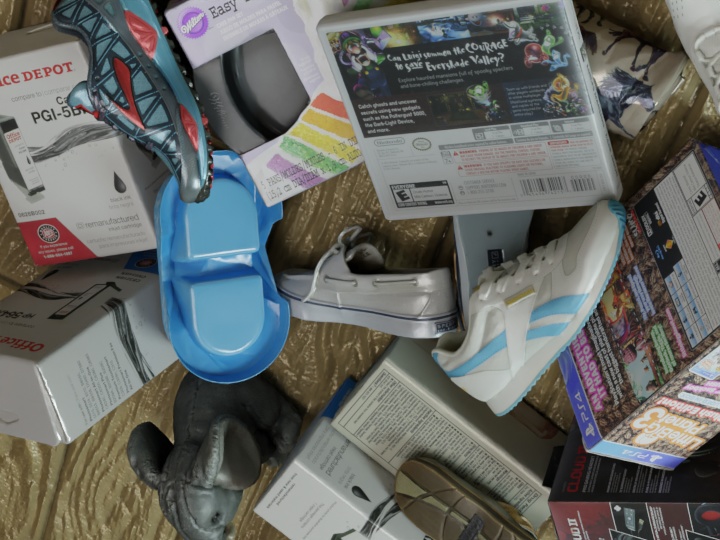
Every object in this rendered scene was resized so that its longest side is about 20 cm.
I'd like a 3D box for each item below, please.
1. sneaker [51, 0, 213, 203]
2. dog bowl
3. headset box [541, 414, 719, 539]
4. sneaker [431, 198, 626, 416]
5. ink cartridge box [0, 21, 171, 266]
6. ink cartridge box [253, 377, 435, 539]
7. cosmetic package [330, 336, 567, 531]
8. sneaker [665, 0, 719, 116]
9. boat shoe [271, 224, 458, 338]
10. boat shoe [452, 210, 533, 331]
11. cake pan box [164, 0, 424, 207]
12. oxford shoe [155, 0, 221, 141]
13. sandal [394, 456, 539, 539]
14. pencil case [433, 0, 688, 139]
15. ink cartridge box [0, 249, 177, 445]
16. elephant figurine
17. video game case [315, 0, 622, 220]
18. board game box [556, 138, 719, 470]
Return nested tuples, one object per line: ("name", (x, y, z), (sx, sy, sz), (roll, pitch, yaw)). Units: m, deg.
("sneaker", (-0.184, -0.137, 1.276), (0.095, 0.079, 0.201), (-24, 86, -10))
("dog bowl", (-0.124, -0.005, 1.386), (0.050, 0.111, 0.201), (14, 110, 64))
("headset box", (0.252, 0.167, 1.328), (0.199, 0.149, 0.075), (-3, 126, 25))
("sneaker", (0.132, 0.021, 1.232), (0.081, 0.077, 0.200), (34, 115, -2))
("ink cartridge box", (-0.253, -0.116, 1.427), (0.146, 0.083, 0.201), (-8, 114, 27))
("ink cartridge box", (0.024, 0.216, 1.457), (0.200, 0.146, 0.084), (37, 123, -1))
("cosmetic package", (0.088, 0.149, 1.428), (0.200, 0.087, 0.103), (40, 124, -1))
("sneaker", (0.287, -0.145, 1.181), (0.074, 0.087, 0.200), (-30, 102, 34))
("boat shoe", (-0.003, 0.001, 1.381), (0.202, 0.074, 0.086), (11, 108, 43))
("boat shoe", (0.106, -0.022, 1.340), (0.071, 0.091, 0.201), (0, 92, -5))
("cake pan box", (-0.036, -0.172, 1.289), (0.199, 0.052, 0.185), (-24, 105, 10))
("oxford shoe", (-0.151, -0.164, 1.365), (0.200, 0.073, 0.084), (41, 127, -3))
("sandal", (0.115, 0.232, 1.382), (0.200, 0.054, 0.080), (43, 121, 15))
("pencil case", (0.151, -0.173, 1.224), (0.200, 0.090, 0.078), (28, 128, 4))
("ink cartridge box", (-0.252, 0.060, 1.426), (0.146, 0.200, 0.085), (5, 121, 38))
("elephant figurine", (-0.142, 0.180, 1.474), (0.155, 0.200, 0.142), (35, 125, 1))
("video game case", (0.084, -0.123, 1.219), (0.199, 0.023, 0.182), (-3, 126, 27))
("board game box", (0.249, 0.030, 1.237), (0.097, 0.160, 0.200), (16, 134, -33))
